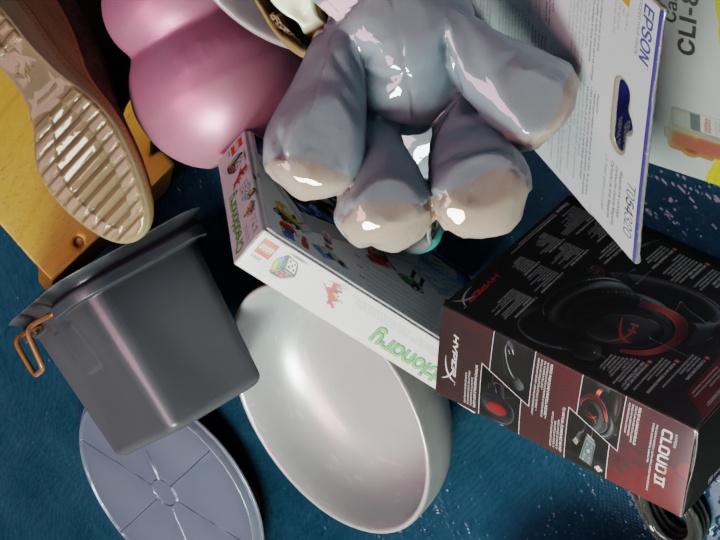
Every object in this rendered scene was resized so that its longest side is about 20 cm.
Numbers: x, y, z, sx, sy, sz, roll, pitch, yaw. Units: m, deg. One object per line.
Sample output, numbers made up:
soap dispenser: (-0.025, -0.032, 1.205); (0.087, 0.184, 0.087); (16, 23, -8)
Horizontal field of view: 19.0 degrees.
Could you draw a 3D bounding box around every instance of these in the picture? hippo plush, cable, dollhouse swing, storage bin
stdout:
hippo plush: (0.008, -0.100, 1.184); (0.200, 0.159, 0.161); (47, 176, -7)
cable: (0.176, 0.098, 1.434); (0.200, 0.050, 0.097); (43, 134, -8)
dollhouse swing: (-0.245, -0.102, 1.661); (0.182, 0.176, 0.200); (-42, 86, 8)
storage bin: (-0.166, 0.058, 1.582); (0.134, 0.145, 0.200); (60, 156, 0)

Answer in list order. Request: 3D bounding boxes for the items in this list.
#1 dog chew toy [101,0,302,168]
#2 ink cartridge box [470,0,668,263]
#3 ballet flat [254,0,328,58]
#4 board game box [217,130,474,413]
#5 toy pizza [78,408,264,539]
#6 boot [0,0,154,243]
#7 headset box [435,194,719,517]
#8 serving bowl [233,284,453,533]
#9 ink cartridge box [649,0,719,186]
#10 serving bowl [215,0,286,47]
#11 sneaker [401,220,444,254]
dog chew toy: (-0.115, -0.172, 1.433); (0.124, 0.124, 0.200); (-22, 94, 48)
ink cartridge box: (0.114, -0.135, 1.163); (0.200, 0.043, 0.197); (51, 158, 33)
ballet flat: (-0.059, -0.212, 1.263); (0.069, 0.063, 0.200); (-30, 99, 14)
board game box: (0.000, 0.000, 1.385); (0.200, 0.126, 0.035); (33, 112, -25)
toy pizza: (-0.153, 0.177, 1.781); (0.200, 0.032, 0.200); (24, 133, 29)
boot: (-0.175, -0.121, 1.485); (0.072, 0.166, 0.200); (-33, 89, 24)
headset box: (0.169, 0.052, 1.311); (0.200, 0.149, 0.075); (25, 134, 26)
serving bowl: (-0.003, 0.086, 1.546); (0.200, 0.066, 0.200); (29, 136, 33)
ink cartridge box: (0.233, -0.117, 1.179); (0.200, 0.083, 0.145); (21, 132, 30)
serving bowl: (-0.026, -0.238, 1.322); (0.200, 0.066, 0.200); (17, 124, 27)
sneaker: (0.048, -0.082, 1.343); (0.084, 0.121, 0.200); (39, 138, 13)
